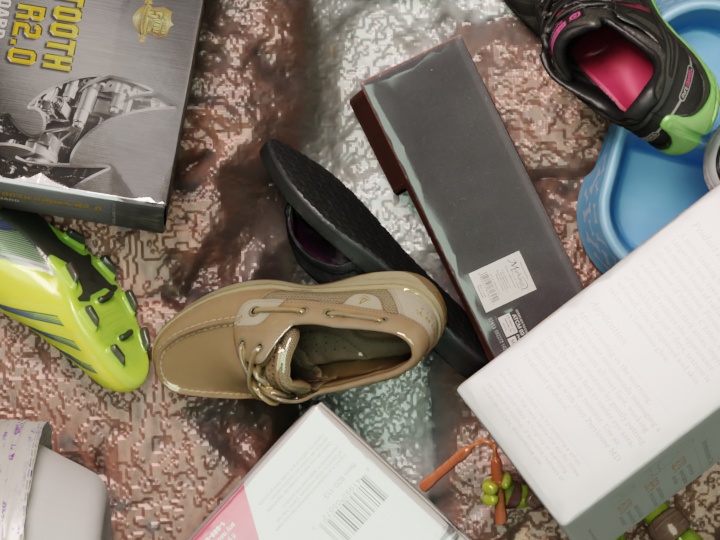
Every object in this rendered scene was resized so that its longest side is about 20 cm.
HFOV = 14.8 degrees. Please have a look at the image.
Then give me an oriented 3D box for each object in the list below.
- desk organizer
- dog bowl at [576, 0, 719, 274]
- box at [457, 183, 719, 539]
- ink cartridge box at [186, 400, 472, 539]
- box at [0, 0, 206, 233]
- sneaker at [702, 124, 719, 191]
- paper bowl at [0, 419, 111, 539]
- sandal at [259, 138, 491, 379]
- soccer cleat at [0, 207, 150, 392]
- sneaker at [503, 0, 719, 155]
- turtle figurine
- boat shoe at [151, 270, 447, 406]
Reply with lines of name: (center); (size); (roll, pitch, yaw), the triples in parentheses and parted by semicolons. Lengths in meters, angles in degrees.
desk organizer: (0.069, -0.038, 1.737); (0.071, 0.077, 0.201); (-26, 90, -10)
dog bowl: (0.206, -0.081, 1.758); (0.111, 0.050, 0.201); (15, 90, -1)
box: (0.175, 0.063, 1.648); (0.200, 0.152, 0.106); (-38, 73, -1)
ink cartridge box: (-0.003, 0.201, 1.736); (0.200, 0.083, 0.147); (43, 89, 0)
box: (-0.181, -0.132, 1.717); (0.158, 0.048, 0.201); (10, 68, -1)
sneaker: (0.320, -0.053, 1.705); (0.199, 0.115, 0.076); (7, 93, -25)
paper bowl: (-0.206, 0.190, 1.674); (0.104, 0.201, 0.202); (2, 90, -1)
sandal: (0.000, 0.001, 1.745); (0.048, 0.075, 0.200); (-44, 90, 17)
soccer cleat: (-0.214, 0.006, 1.754); (0.200, 0.065, 0.084); (47, 117, -4)
sneaker: (0.143, -0.151, 1.708); (0.200, 0.084, 0.077); (46, 109, 37)
turtle figurine: (0.151, 0.142, 1.747); (0.199, 0.064, 0.162); (-27, 74, 2)
boat shoe: (-0.047, 0.047, 1.713); (0.199, 0.065, 0.072); (-13, 114, 25)
